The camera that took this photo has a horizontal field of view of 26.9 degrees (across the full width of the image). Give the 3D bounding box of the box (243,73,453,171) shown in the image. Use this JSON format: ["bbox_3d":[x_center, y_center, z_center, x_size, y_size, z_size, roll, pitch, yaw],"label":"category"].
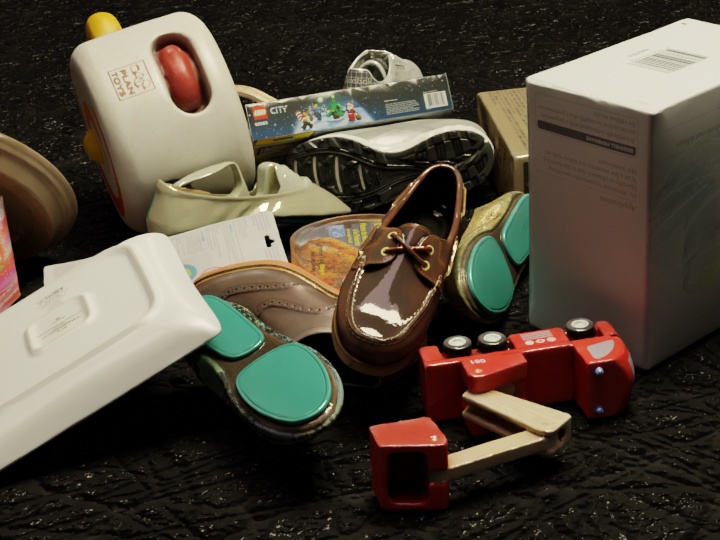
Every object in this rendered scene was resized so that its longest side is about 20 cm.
[{"bbox_3d":[-0.020,-0.140,1.478,0.198,0.038,0.137,-10,-10,-12],"label":"box"}]

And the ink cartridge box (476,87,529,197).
[{"bbox_3d":[0.205,-0.114,1.415,0.163,0.076,0.200,-5,23,-3],"label":"ink cartridge box"}]

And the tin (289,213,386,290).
[{"bbox_3d":[0.000,0.000,1.232,0.111,0.042,0.200,-9,20,0],"label":"tin"}]

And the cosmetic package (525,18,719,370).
[{"bbox_3d":[0.233,-0.063,1.136,0.199,0.201,0.123,-24,33,-36],"label":"cosmetic package"}]

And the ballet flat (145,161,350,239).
[{"bbox_3d":[-0.096,-0.066,1.334,0.199,0.070,0.069,-8,22,-32],"label":"ballet flat"}]

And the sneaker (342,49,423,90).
[{"bbox_3d":[0.028,-0.208,1.657,0.076,0.081,0.200,0,23,15],"label":"sneaker"}]

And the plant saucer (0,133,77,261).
[{"bbox_3d":[-0.345,-0.061,1.299,0.198,0.201,0.030,1,59,12],"label":"plant saucer"}]

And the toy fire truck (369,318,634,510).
[{"bbox_3d":[0.097,0.092,1.001,0.198,0.049,0.141,-7,24,-8],"label":"toy fire truck"}]

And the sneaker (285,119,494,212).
[{"bbox_3d":[0.028,-0.104,1.424,0.198,0.075,0.079,-4,21,7],"label":"sneaker"}]

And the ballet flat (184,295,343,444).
[{"bbox_3d":[-0.064,0.080,1.038,0.074,0.075,0.200,-16,29,-23],"label":"ballet flat"}]

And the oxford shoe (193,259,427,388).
[{"bbox_3d":[-0.054,0.043,1.119,0.199,0.072,0.073,9,31,27],"label":"oxford shoe"}]

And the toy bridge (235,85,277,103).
[{"bbox_3d":[-0.141,-0.163,1.601,0.198,0.068,0.027,2,25,15],"label":"toy bridge"}]

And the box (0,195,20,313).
[{"bbox_3d":[-0.362,0.019,1.199,0.102,0.095,0.200,0,24,12],"label":"box"}]

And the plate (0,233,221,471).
[{"bbox_3d":[-0.212,0.049,1.094,0.199,0.032,0.200,-33,28,-5],"label":"plate"}]

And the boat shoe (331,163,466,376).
[{"bbox_3d":[0.031,-0.007,1.082,0.070,0.071,0.200,20,38,3],"label":"boat shoe"}]

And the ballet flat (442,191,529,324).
[{"bbox_3d":[0.096,-0.005,1.216,0.070,0.071,0.200,4,26,20],"label":"ballet flat"}]

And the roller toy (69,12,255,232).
[{"bbox_3d":[-0.190,-0.137,1.391,0.139,0.201,0.182,-20,24,-14],"label":"roller toy"}]

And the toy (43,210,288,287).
[{"bbox_3d":[-0.159,0.013,1.235,0.198,0.048,0.115,-12,28,-6],"label":"toy"}]
